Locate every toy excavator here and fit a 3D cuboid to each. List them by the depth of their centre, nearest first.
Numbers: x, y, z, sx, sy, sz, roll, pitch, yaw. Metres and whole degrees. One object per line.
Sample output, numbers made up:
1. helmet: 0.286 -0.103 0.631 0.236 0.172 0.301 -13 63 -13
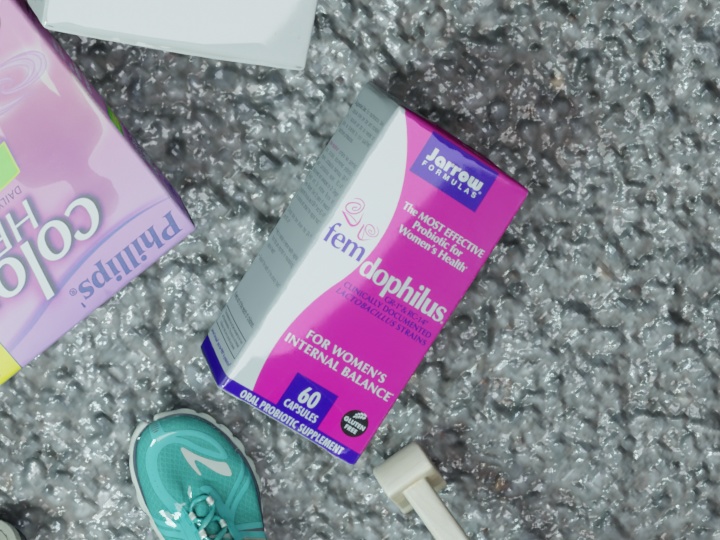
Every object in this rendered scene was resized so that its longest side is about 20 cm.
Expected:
1. toy excavator: 0.096 0.221 1.375 0.100 0.195 0.200 -33 136 -1

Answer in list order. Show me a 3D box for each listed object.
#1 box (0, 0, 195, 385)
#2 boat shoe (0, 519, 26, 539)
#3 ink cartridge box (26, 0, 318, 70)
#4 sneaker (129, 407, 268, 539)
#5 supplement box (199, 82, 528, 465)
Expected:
1. box: -0.228 -0.055 1.252 0.176 0.097 0.200 -38 108 0
2. boat shoe: -0.248 0.251 1.357 0.063 0.072 0.201 12 98 -58
3. ink cartridge box: -0.104 -0.206 1.185 0.144 0.200 0.148 8 102 -15
4. sneaker: -0.085 0.179 1.348 0.077 0.080 0.201 -22 106 -5
5. supplement box: 0.000 0.000 1.309 0.101 0.103 0.201 31 95 -16
